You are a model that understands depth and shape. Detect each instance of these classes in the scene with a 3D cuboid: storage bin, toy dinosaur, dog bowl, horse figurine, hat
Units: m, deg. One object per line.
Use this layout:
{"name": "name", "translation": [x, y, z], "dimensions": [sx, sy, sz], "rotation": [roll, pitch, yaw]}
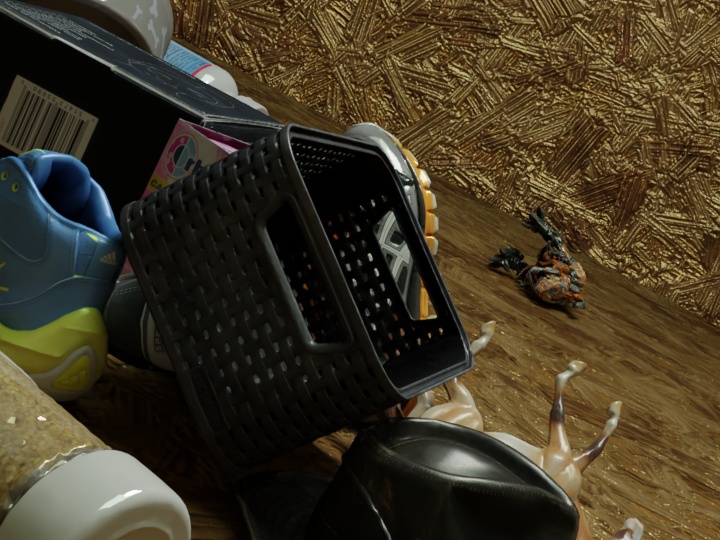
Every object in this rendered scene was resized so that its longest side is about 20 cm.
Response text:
{"name": "storage bin", "translation": [-0.024, 0.012, 0.735], "dimensions": [0.136, 0.093, 0.200], "rotation": [67, 15, 5]}
{"name": "toy dinosaur", "translation": [0.248, 0.005, 1.909], "dimensions": [0.136, 0.102, 0.200], "rotation": [46, -4, 17]}
{"name": "dog bowl", "translation": [-0.259, -0.196, 1.233], "dimensions": [0.199, 0.200, 0.059], "rotation": [22, 50, -31]}
{"name": "horse figurine", "translation": [0.082, 0.099, 0.862], "dimensions": [0.199, 0.133, 0.050], "rotation": [26, -34, -7]}
{"name": "hat", "translation": [0.044, 0.117, 0.672], "dimensions": [0.200, 0.081, 0.201], "rotation": [27, 8, -4]}

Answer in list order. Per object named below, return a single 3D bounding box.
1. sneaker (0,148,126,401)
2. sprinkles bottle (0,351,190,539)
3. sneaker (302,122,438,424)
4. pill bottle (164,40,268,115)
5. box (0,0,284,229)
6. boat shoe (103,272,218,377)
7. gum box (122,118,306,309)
{"name": "sneaker", "translation": [-0.178, -0.023, 0.728], "dimensions": [0.200, 0.106, 0.076], "rotation": [34, 11, 33]}
{"name": "sprinkles bottle", "translation": [-0.148, 0.054, 0.514], "dimensions": [0.200, 0.069, 0.068], "rotation": [33, 11, 32]}
{"name": "sneaker", "translation": [0.000, 0.000, 0.922], "dimensions": [0.077, 0.201, 0.078], "rotation": [7, -20, -33]}
{"name": "pill bottle", "translation": [-0.197, -0.175, 1.484], "dimensions": [0.199, 0.109, 0.109], "rotation": [31, 10, 17]}
{"name": "box", "translation": [-0.187, -0.102, 1.073], "dimensions": [0.199, 0.125, 0.197], "rotation": [28, 11, 10]}
{"name": "boat shoe", "translation": [-0.096, 0.032, 0.814], "dimensions": [0.066, 0.070, 0.200], "rotation": [7, 0, 14]}
{"name": "gum box", "translation": [-0.062, -0.017, 0.997], "dimensions": [0.066, 0.114, 0.199], "rotation": [34, 11, 38]}
